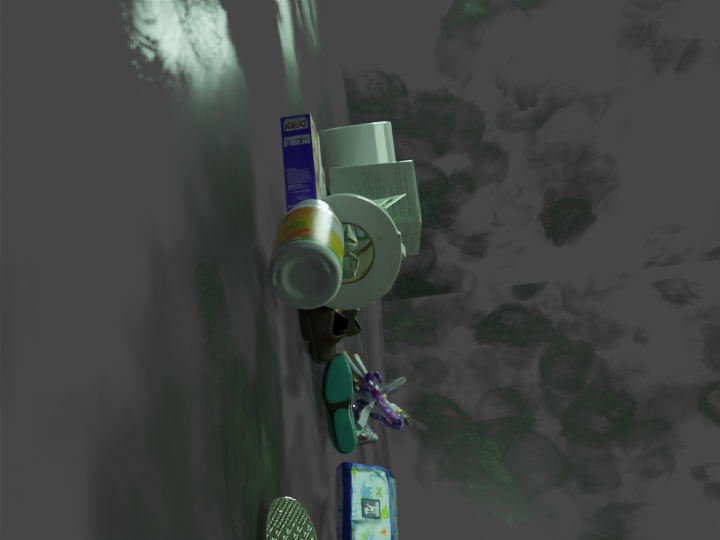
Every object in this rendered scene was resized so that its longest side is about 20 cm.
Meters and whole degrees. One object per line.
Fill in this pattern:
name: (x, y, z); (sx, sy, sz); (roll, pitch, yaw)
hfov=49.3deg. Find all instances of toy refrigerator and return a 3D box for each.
toy refrigerator: (0.000, 0.000, 1.634); (0.070, 0.199, 0.076); (50, 12, -12)

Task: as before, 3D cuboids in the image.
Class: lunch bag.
lunch bag: (0.004, 0.477, 1.546); (0.200, 0.126, 0.172); (49, 35, -59)

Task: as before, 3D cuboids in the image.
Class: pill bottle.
pill bottle: (-0.081, -0.035, 1.232); (0.201, 0.110, 0.112); (-90, 171, -62)

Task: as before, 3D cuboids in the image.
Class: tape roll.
tape roll: (-0.026, -0.033, 1.366); (0.037, 0.200, 0.205); (-75, 157, -80)
tape roll: (-0.008, -0.311, 2.082); (0.203, 0.200, 0.141); (-68, 151, -81)

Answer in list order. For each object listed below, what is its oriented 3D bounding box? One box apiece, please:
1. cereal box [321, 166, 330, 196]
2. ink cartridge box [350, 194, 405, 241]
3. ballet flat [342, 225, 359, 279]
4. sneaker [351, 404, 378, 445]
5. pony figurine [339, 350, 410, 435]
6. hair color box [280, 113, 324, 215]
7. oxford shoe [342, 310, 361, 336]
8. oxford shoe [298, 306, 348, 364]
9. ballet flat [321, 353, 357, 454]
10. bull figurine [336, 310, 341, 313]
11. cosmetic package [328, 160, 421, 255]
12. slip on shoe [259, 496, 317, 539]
cereal box: (-0.086, -0.112, 1.777); (0.144, 0.039, 0.202); (77, 7, -67)
ink cartridge box: (-0.005, -0.099, 1.601); (0.104, 0.198, 0.060); (-35, 113, -54)
ballet flat: (-0.035, -0.038, 1.477); (0.068, 0.063, 0.202); (121, -24, -44)
sneaker: (-0.010, 0.357, 1.815); (0.200, 0.080, 0.089); (68, 8, -70)
pony figurine: (0.022, 0.265, 1.699); (0.200, 0.167, 0.193); (43, 3, 19)
hair color box: (-0.106, -0.176, 1.468); (0.109, 0.064, 0.202); (69, 13, -72)
oxford shoe: (-0.040, 0.067, 1.868); (0.072, 0.072, 0.202); (-89, 171, -59)
oxford shoe: (-0.059, 0.122, 1.464); (0.200, 0.083, 0.073); (78, 5, -64)
ballet flat: (-0.049, 0.269, 1.591); (0.070, 0.067, 0.203); (168, -84, -70)
bull figurine: (-0.075, 0.020, 1.547); (0.122, 0.064, 0.202); (-63, 141, -72)
cosmetic package: (0.032, -0.136, 1.824); (0.165, 0.197, 0.167); (86, -2, -63)
slip on shoe: (-0.085, 0.367, 0.911); (0.061, 0.073, 0.202); (-46, -133, 49)
